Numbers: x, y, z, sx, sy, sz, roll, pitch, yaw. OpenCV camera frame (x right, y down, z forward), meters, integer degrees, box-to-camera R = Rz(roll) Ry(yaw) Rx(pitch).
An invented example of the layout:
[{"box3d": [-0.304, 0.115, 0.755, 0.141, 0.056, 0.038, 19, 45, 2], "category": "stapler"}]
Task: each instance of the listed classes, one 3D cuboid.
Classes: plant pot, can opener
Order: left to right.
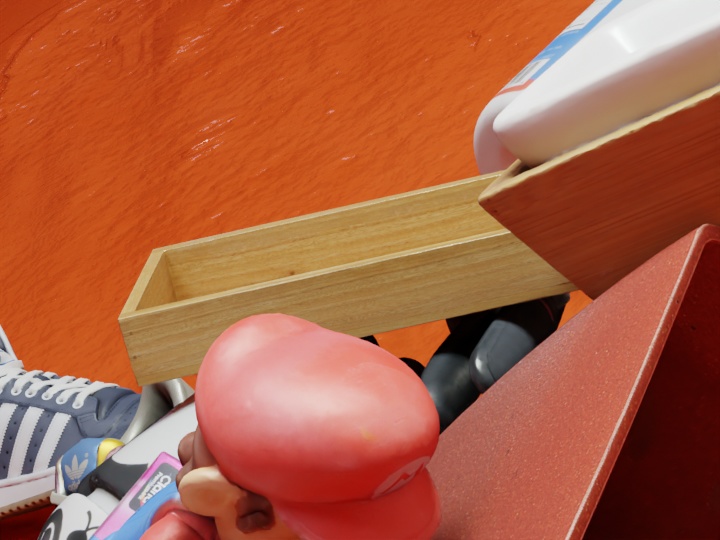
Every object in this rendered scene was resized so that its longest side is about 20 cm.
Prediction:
[{"box3d": [0.065, 0.031, 1.108, 0.063, 0.079, 0.200, -41, -2, 13], "category": "can opener"}, {"box3d": [0.078, 0.142, 0.819, 0.176, 0.200, 0.200, -26, 21, 36], "category": "plant pot"}]

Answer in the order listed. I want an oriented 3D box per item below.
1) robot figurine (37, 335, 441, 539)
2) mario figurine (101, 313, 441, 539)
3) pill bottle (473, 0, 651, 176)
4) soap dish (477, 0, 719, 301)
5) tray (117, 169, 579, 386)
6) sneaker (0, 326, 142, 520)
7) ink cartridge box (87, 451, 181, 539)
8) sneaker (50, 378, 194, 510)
[{"box3d": [-0.050, 0.111, 1.092, 0.200, 0.125, 0.150, -38, -2, -17], "category": "robot figurine"}, {"box3d": [-0.036, 0.098, 0.796, 0.200, 0.106, 0.124, -42, 34, 45], "category": "mario figurine"}, {"box3d": [0.159, -0.099, 1.294, 0.200, 0.112, 0.112, -43, 27, -28], "category": "pill bottle"}, {"box3d": [0.155, -0.067, 0.861, 0.199, 0.081, 0.157, -24, 8, 27], "category": "soap dish"}, {"box3d": [0.000, 0.000, 1.099, 0.199, 0.037, 0.099, -12, 17, 8], "category": "tray"}, {"box3d": [-0.168, 0.069, 1.321, 0.199, 0.109, 0.070, -19, -7, 27], "category": "sneaker"}, {"box3d": [-0.031, 0.157, 0.962, 0.200, 0.037, 0.095, 30, 70, 27], "category": "ink cartridge box"}, {"box3d": [-0.126, 0.132, 1.184, 0.075, 0.090, 0.200, -12, 29, 35], "category": "sneaker"}]
